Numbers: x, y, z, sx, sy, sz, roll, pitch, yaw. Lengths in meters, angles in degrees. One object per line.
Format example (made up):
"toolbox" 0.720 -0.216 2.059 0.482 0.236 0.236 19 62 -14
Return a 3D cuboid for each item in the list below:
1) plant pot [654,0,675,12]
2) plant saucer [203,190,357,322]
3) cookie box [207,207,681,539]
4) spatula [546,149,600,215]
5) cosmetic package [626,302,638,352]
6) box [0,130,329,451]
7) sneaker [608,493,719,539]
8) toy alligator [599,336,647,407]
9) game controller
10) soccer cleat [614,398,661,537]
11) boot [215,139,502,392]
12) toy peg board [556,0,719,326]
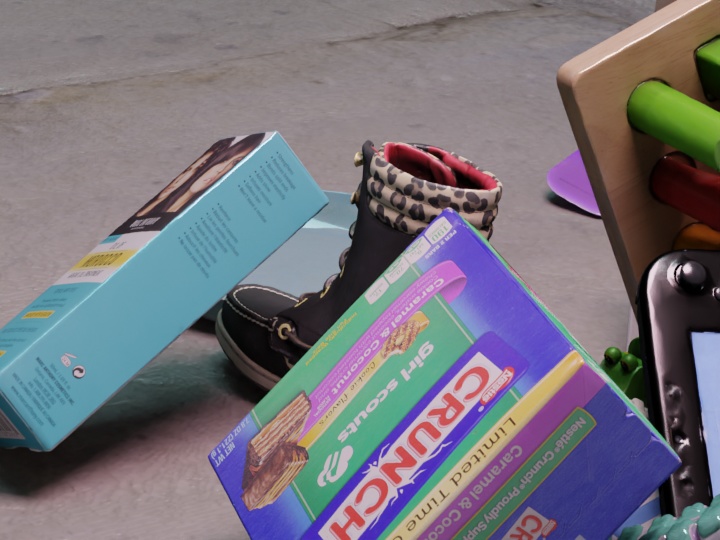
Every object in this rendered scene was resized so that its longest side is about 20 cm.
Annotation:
"plant pot" 0.279 -0.119 1.829 0.199 0.200 0.177 9 37 4
"plant saucer" -0.039 -0.004 1.727 0.199 0.027 0.200 2 21 -1
"cookie box" 0.032 0.084 1.301 0.075 0.171 0.200 42 4 -26
"spatula" 0.193 -0.076 1.940 0.056 0.021 0.200 29 29 27
"cosmetic package" 0.253 0.003 1.628 0.199 0.102 0.071 5 22 11
"box" -0.114 0.010 1.493 0.200 0.049 0.082 -42 16 -20
"sneaker" 0.140 0.151 1.259 0.200 0.088 0.074 -25 3 25
"toy alligator" 0.150 0.057 1.542 0.200 0.054 0.059 -13 25 -35
"game controller" 0.185 0.082 1.348 0.104 0.042 0.201 -1 64 -8
"soccer cleat" 0.137 0.100 1.384 0.199 0.087 0.070 7 21 12
"boot" 0.002 0.000 1.533 0.073 0.154 0.203 -6 23 -36
"toy peg board" 0.228 -0.048 1.457 0.200 0.200 0.098 -29 29 -15
